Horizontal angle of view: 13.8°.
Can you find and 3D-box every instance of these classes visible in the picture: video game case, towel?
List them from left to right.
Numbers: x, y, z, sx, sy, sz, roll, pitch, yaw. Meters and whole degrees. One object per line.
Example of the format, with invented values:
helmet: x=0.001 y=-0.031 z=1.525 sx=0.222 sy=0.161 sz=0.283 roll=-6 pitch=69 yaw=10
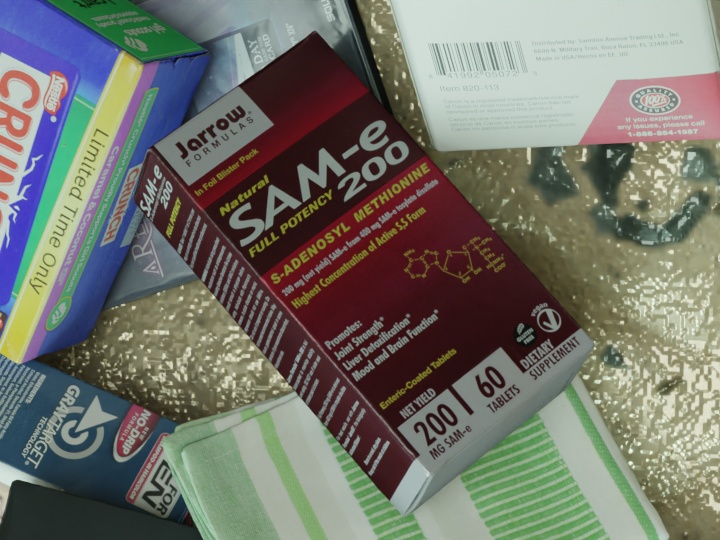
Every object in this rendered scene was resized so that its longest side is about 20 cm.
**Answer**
video game case: x=-0.084 y=-0.070 z=1.469 sx=0.199 sy=0.019 sz=0.143 roll=-18 pitch=93 yaw=16
towel: x=0.026 y=0.104 z=1.380 sx=0.199 sy=0.023 sz=0.153 roll=-22 pitch=70 yaw=-20

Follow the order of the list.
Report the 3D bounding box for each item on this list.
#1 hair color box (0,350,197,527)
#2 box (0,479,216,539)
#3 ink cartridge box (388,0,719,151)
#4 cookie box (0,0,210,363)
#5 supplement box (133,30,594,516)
hair color box: x=-0.167 y=0.091 z=1.467 sx=0.199 sy=0.100 sz=0.061 roll=23 pitch=62 yaw=11
box: x=-0.083 y=0.184 z=1.412 sx=0.199 sy=0.141 sz=0.079 roll=15 pitch=57 yaw=-2
ink cartridge box: x=0.087 y=-0.151 z=1.320 sx=0.146 sy=0.083 sz=0.200 roll=-1 pitch=138 yaw=16
cookie box: x=-0.196 y=-0.080 z=1.449 sx=0.200 sy=0.075 sz=0.172 roll=31 pitch=112 yaw=16
supplement box: x=0.000 y=0.000 z=1.377 sx=0.109 sy=0.061 sz=0.200 roll=-37 pitch=78 yaw=-23
